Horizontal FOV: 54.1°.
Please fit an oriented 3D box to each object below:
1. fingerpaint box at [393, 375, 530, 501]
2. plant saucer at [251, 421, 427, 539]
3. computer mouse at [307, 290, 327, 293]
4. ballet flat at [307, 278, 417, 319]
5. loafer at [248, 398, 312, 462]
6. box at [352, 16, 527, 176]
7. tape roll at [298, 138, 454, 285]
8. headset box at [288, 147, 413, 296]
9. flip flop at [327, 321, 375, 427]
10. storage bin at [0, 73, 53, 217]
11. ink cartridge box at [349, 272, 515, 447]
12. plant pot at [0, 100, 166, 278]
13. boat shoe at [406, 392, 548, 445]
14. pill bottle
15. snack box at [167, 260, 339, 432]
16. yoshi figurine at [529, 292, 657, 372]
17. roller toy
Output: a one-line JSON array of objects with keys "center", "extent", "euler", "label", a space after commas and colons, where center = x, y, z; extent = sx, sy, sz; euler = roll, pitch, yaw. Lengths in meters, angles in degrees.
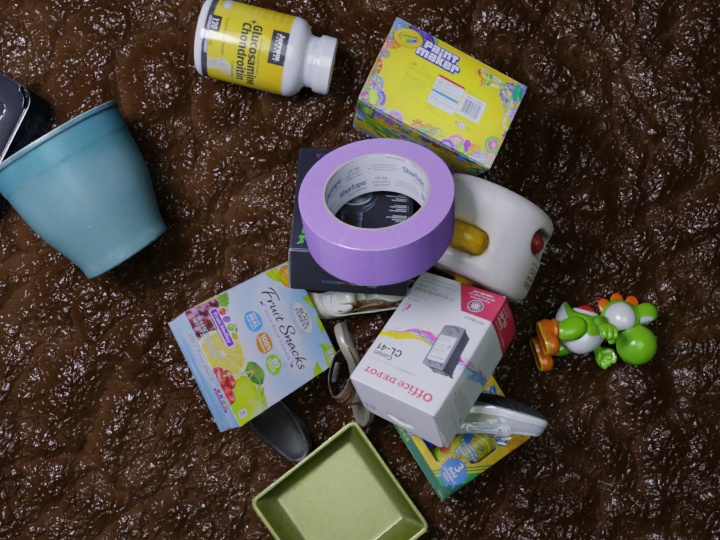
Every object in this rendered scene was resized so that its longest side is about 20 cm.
[{"center": [0.132, 0.209, 1.068], "extent": [0.165, 0.073, 0.202], "euler": [-33, 92, -3], "label": "fingerpaint box"}, {"center": [-0.031, 0.364, 1.071], "extent": [0.198, 0.048, 0.202], "euler": [-36, 91, -3], "label": "plant saucer"}, {"center": [0.000, 0.000, 1.052], "extent": [0.196, 0.059, 0.035], "euler": [-13, 105, -15], "label": "computer mouse"}, {"center": [0.002, 0.034, 1.067], "extent": [0.195, 0.062, 0.069], "euler": [-7, 89, -3], "label": "ballet flat"}, {"center": [-0.146, 0.209, 1.053], "extent": [0.073, 0.072, 0.201], "euler": [-42, 92, -3], "label": "loafer"}, {"center": [0.103, -0.230, 1.009], "extent": [0.197, 0.193, 0.124], "euler": [27, 89, -3], "label": "box"}, {"center": [0.022, -0.079, 0.898], "extent": [0.195, 0.066, 0.203], "euler": [-4, 48, 5], "label": "tape roll"}, {"center": [-0.013, -0.064, 1.004], "extent": [0.170, 0.094, 0.204], "euler": [5, 54, -3], "label": "headset box"}, {"center": [-0.021, 0.155, 1.018], "extent": [0.056, 0.202, 0.082], "euler": [-21, 48, -8], "label": "flip flop"}, {"center": [-0.557, -0.189, 1.021], "extent": [0.133, 0.094, 0.203], "euler": [27, 88, -3], "label": "storage bin"}, {"center": [0.102, 0.115, 0.966], "extent": [0.145, 0.086, 0.201], "euler": [17, 57, 35], "label": "ink cartridge box"}, {"center": [-0.376, -0.103, 0.992], "extent": [0.198, 0.200, 0.190], "euler": [-32, 107, -3], "label": "plant pot"}, {"center": [0.163, 0.212, 1.000], "extent": [0.197, 0.074, 0.066], "euler": [6, 95, 1], "label": "boat shoe"}, {"center": [-0.136, -0.322, 1.036], "extent": [0.195, 0.112, 0.115], "euler": [12, 89, -3], "label": "pill bottle"}, {"center": [-0.146, 0.102, 1.006], "extent": [0.198, 0.067, 0.171], "euler": [-29, 93, -43], "label": "snack box"}, {"center": [0.367, 0.109, 1.073], "extent": [0.195, 0.113, 0.115], "euler": [-14, 106, -6], "label": "yoshi figurine"}, {"center": [0.174, -0.040, 1.014], "extent": [0.180, 0.200, 0.142], "euler": [25, 88, -16], "label": "roller toy"}]
